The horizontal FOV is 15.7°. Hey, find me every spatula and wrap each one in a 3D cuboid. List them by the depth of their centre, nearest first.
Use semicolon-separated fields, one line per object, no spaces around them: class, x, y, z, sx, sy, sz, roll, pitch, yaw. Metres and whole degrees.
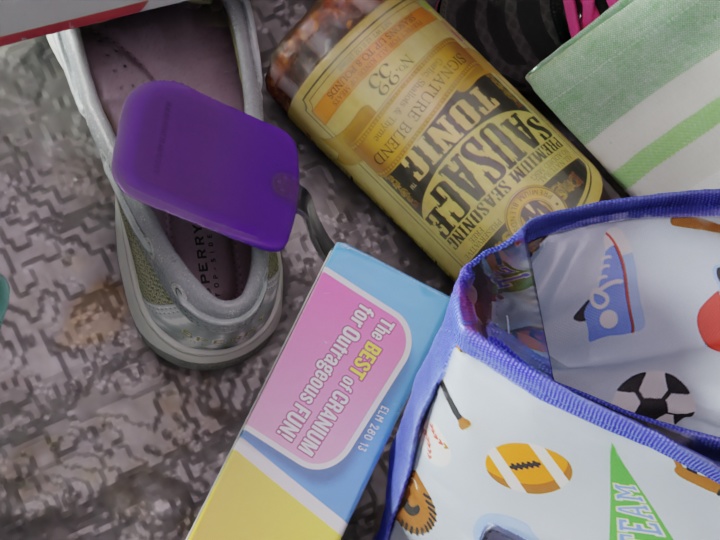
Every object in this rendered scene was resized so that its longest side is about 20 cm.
spatula;0.000;0.000;0.871;0.200;0.021;0.057;36;40;-30

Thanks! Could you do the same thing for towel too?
towel;0.156;-0.016;0.834;0.200;0.152;0.023;48;55;-4

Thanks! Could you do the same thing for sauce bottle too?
sauce bottle;0.055;-0.019;0.900;0.200;0.066;0.066;43;72;8

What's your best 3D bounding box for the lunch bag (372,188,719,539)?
lunch bag;0.107;0.066;0.765;0.199;0.170;0.124;3;49;-11

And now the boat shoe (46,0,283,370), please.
boat shoe;-0.067;-0.069;0.900;0.074;0.065;0.203;-8;74;-12

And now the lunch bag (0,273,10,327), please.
lunch bag;-0.199;-0.002;0.789;0.170;0.200;0.122;41;72;4

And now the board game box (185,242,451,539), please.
board game box;-0.041;0.105;0.806;0.040;0.153;0.200;26;72;0

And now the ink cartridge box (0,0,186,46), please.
ink cartridge box;-0.107;-0.183;0.883;0.145;0.084;0.200;-16;55;-12

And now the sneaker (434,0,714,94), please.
sneaker;0.110;-0.095;0.886;0.199;0.087;0.074;-5;103;25
